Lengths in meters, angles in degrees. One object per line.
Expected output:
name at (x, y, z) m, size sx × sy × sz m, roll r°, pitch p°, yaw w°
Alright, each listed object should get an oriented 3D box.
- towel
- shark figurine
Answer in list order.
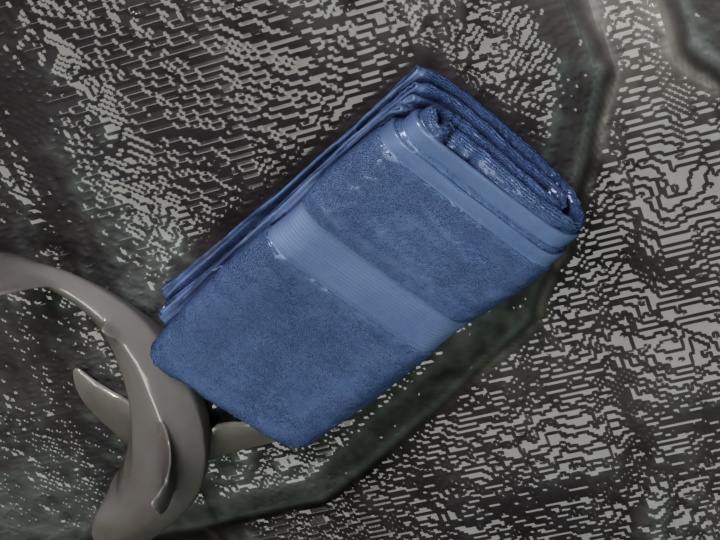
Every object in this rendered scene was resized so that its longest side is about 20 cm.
towel at (0.000, 0.000, 0.795) m, size 0.112 × 0.049 × 0.200 m, roll 37°, pitch 122°, yaw -22°
shark figurine at (-0.112, 0.071, 0.840) m, size 0.128 × 0.090 × 0.215 m, roll -11°, pitch 129°, yaw 12°
